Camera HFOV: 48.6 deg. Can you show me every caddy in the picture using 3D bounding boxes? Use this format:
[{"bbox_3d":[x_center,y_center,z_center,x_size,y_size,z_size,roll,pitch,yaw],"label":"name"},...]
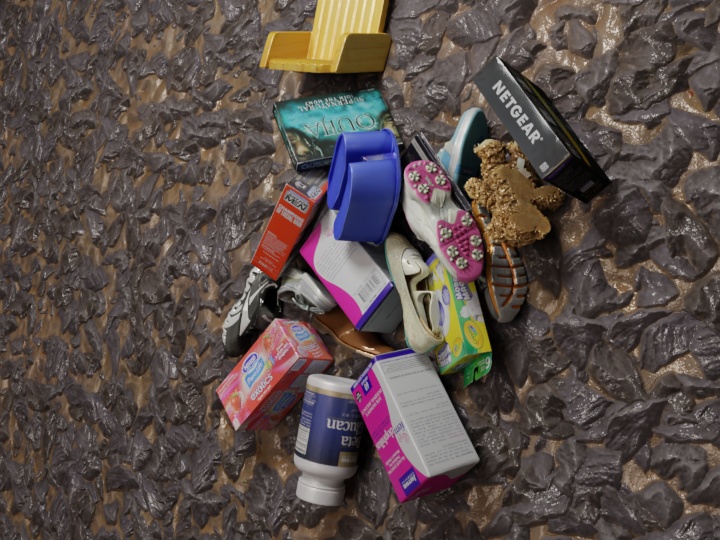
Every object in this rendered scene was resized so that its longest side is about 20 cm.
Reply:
[{"bbox_3d":[0.014,-0.130,1.260,0.201,0.104,0.143,108,155,-52],"label":"caddy"}]

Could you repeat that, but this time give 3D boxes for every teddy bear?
[{"bbox_3d":[0.227,-0.118,1.195,0.067,0.143,0.202,107,147,-57],"label":"teddy bear"}]

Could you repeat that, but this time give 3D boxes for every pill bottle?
[{"bbox_3d":[-0.051,0.284,1.341,0.110,0.110,0.203,8,88,39],"label":"pill bottle"}]

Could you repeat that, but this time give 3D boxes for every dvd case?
[{"bbox_3d":[0.091,-0.100,1.275,0.150,0.016,0.200,59,146,17],"label":"dvd case"}]

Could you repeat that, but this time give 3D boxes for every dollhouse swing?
[{"bbox_3d":[-0.061,-0.456,1.452,0.198,0.181,0.178,17,113,39],"label":"dollhouse swing"}]

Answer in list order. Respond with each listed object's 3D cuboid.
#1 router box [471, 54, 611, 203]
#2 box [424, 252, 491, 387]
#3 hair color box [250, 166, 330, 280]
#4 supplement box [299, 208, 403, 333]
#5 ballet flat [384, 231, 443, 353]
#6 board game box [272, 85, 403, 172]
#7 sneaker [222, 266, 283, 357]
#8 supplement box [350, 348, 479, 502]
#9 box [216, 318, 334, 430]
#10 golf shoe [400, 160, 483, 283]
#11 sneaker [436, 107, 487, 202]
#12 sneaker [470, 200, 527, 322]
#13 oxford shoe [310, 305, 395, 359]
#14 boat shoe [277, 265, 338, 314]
[{"bbox_3d":[0.262,-0.202,1.150,0.052,0.156,0.201,-41,59,24],"label":"router box"},{"bbox_3d":[0.144,0.074,1.230,0.117,0.048,0.202,124,135,-63],"label":"box"},{"bbox_3d":[-0.116,-0.090,1.414,0.064,0.111,0.201,32,131,3],"label":"hair color box"},{"bbox_3d":[0.000,0.000,1.357,0.102,0.103,0.200,-51,57,20],"label":"supplement box"},{"bbox_3d":[0.090,0.027,1.244,0.062,0.067,0.203,-26,72,42],"label":"ballet flat"},{"bbox_3d":[-0.039,-0.249,1.388,0.028,0.198,0.136,110,141,-59],"label":"board game box"},{"bbox_3d":[-0.199,0.086,1.522,0.090,0.066,0.202,33,100,39],"label":"sneaker"},{"bbox_3d":[0.080,0.234,1.227,0.201,0.102,0.102,63,141,26],"label":"supplement box"},{"bbox_3d":[-0.156,0.191,1.448,0.200,0.102,0.095,-50,56,22],"label":"box"},{"bbox_3d":[0.118,-0.064,1.186,0.202,0.074,0.092,66,155,19],"label":"golf shoe"},{"bbox_3d":[0.125,-0.175,1.304,0.130,0.079,0.202,20,94,37],"label":"sneaker"},{"bbox_3d":[0.196,-0.013,1.229,0.077,0.078,0.203,-31,60,45],"label":"sneaker"},{"bbox_3d":[-0.006,0.101,1.366,0.199,0.071,0.072,30,97,39],"label":"oxford shoe"},{"bbox_3d":[-0.096,0.043,1.404,0.065,0.074,0.202,-56,27,-4],"label":"boat shoe"}]
